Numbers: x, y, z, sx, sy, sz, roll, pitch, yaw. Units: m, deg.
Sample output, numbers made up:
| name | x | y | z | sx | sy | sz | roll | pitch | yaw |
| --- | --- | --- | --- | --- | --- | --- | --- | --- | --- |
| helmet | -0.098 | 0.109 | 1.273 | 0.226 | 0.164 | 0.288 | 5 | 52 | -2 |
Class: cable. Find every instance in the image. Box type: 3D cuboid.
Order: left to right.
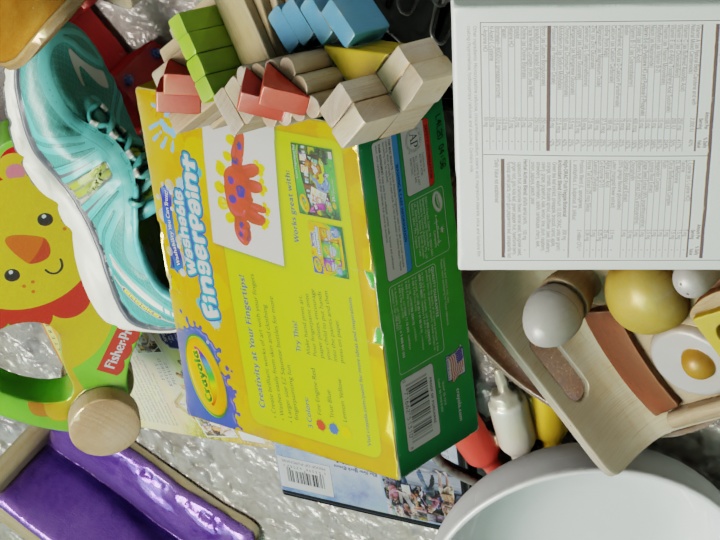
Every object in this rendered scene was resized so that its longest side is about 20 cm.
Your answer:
| name | x | y | z | sx | sy | sz | roll | pitch | yaw |
| --- | --- | --- | --- | --- | --- | --- | --- | --- | --- |
| cable | 0.103 | 0.139 | 1.418 | 0.097 | 0.050 | 0.200 | -22 | 112 | 7 |

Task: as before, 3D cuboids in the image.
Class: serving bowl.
| name | x | y | z | sx | sy | sz | roll | pitch | yaw |
| --- | --- | --- | --- | --- | --- | --- | --- | --- | --- |
| serving bowl | 0.135 | 0.173 | 1.389 | 0.199 | 0.066 | 0.201 | -1 | 127 | -1 |

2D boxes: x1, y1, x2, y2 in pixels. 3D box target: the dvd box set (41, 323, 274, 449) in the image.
| name | x | y | z | sx | sy | sz | roll | pitch | yaw |
| --- | --- | --- | --- | --- | --- | --- | --- | --- | --- |
| dvd box set | -0.129 | 0.051 | 1.566 | 0.200 | 0.029 | 0.147 | 5 | 131 | 37 |

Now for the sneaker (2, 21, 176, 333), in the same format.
| name | x | y | z | sx | sy | sz | roll | pitch | yaw |
| --- | --- | --- | --- | --- | --- | --- | --- | --- | --- |
| sneaker | -0.136 | -0.057 | 1.333 | 0.080 | 0.077 | 0.200 | -4 | 118 | 48 |

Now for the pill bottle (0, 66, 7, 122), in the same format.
| name | x | y | z | sx | sy | sz | roll | pitch | yaw |
| --- | --- | --- | --- | --- | --- | --- | --- | --- | --- |
| pill bottle | -0.270 | -0.046 | 1.524 | 0.113 | 0.113 | 0.200 | 43 | 143 | -3 |

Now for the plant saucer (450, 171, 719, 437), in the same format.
| name | x | y | z | sx | sy | sz | roll | pitch | yaw |
| --- | --- | --- | --- | --- | --- | --- | --- | --- | --- |
| plant saucer | 0.131 | 0.005 | 1.288 | 0.200 | 0.037 | 0.201 | 24 | 140 | 21 |

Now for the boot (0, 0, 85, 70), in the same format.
| name | x | y | z | sx | sy | sz | roll | pitch | yaw |
| --- | --- | --- | --- | --- | --- | --- | --- | --- | --- |
| boot | -0.215 | -0.185 | 1.224 | 0.144 | 0.071 | 0.201 | 45 | -179 | -20 |

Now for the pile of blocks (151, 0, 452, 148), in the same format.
| name | x | y | z | sx | sy | sz | roll | pitch | yaw |
| --- | --- | --- | --- | --- | --- | --- | --- | --- | --- |
| pile of blocks | -0.045 | -0.103 | 1.121 | 0.200 | 0.062 | 0.082 | 5 | 108 | 48 |

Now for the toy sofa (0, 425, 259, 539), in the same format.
| name | x | y | z | sx | sy | sz | roll | pitch | yaw |
| --- | --- | --- | --- | --- | --- | --- | --- | --- | --- |
| toy sofa | -0.176 | 0.187 | 1.702 | 0.200 | 0.083 | 0.098 | 35 | 144 | 8 |

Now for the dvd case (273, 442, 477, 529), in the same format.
| name | x | y | z | sx | sy | sz | roll | pitch | yaw |
| --- | --- | --- | --- | --- | --- | --- | --- | --- | --- |
| dvd case | 0.003 | 0.074 | 1.457 | 0.142 | 0.018 | 0.200 | 10 | 127 | 24 |

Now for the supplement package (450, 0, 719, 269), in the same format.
| name | x | y | z | sx | sy | sz | roll | pitch | yaw |
| --- | --- | --- | --- | --- | --- | --- | --- | --- | --- |
| supplement package | 0.141 | -0.102 | 1.013 | 0.199 | 0.152 | 0.151 | 0 | 134 | 4 |

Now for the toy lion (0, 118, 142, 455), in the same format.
| name | x | y | z | sx | sy | sz | roll | pitch | yaw |
| --- | --- | --- | --- | --- | --- | --- | --- | --- | --- |
| toy lion | -0.199 | 0.005 | 1.432 | 0.191 | 0.069 | 0.200 | 16 | 120 | -21 |

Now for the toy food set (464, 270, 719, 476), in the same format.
| name | x | y | z | sx | sy | sz | roll | pitch | yaw |
| --- | --- | --- | --- | --- | --- | --- | --- | --- | --- |
| toy food set | 0.162 | 0.034 | 1.210 | 0.200 | 0.060 | 0.144 | -21 | 112 | 50 |

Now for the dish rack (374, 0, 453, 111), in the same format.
| name | x | y | z | sx | sy | sz | roll | pitch | yaw |
| --- | --- | --- | --- | --- | --- | --- | --- | --- | --- |
| dish rack | 0.067 | -0.153 | 1.132 | 0.200 | 0.055 | 0.153 | -9 | 144 | 44 |

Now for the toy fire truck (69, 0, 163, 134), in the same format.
| name | x | y | z | sx | sy | sz | roll | pitch | yaw |
| --- | --- | --- | --- | --- | --- | --- | --- | --- | --- |
| toy fire truck | -0.168 | -0.173 | 1.358 | 0.200 | 0.049 | 0.141 | 50 | 143 | -12 |

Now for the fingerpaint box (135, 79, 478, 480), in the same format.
| name | x | y | z | sx | sy | sz | roll | pitch | yaw |
| --- | --- | --- | --- | --- | --- | --- | --- | --- | --- |
| fingerpaint box | -0.028 | -0.007 | 1.259 | 0.167 | 0.073 | 0.201 | 12 | 119 | 41 |
